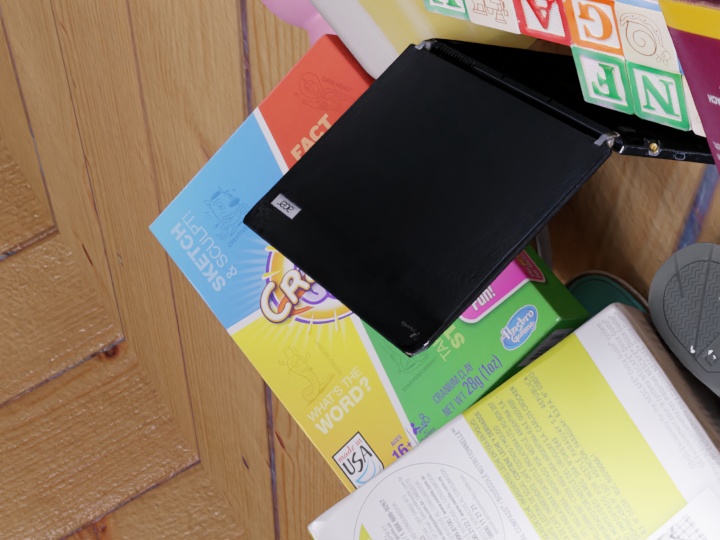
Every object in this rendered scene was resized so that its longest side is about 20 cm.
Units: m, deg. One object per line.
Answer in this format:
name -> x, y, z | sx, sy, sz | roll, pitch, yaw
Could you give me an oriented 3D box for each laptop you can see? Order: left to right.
laptop -> 0.079, -0.035, 0.909 | 0.177, 0.200, 0.103 | 38, 119, 56

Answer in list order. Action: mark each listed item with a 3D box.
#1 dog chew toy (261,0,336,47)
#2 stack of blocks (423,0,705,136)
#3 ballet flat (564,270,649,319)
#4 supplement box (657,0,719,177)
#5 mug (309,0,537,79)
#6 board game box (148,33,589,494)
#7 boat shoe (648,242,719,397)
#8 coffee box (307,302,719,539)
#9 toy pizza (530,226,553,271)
dog chew toy -> -0.017, -0.192, 1.129 | 0.200, 0.124, 0.125 | 64, 166, 5
stack of blocks -> 0.110, -0.128, 0.830 | 0.200, 0.059, 0.115 | 20, 141, 41
ballet flat -> 0.175, 0.092, 1.163 | 0.200, 0.069, 0.069 | 57, 165, 15
supplement box -> 0.200, -0.028, 0.723 | 0.086, 0.110, 0.200 | 32, 148, 64
mug -> 0.027, -0.167, 1.000 | 0.153, 0.149, 0.187 | 58, -173, -22
board game box -> 0.000, 0.000, 1.059 | 0.200, 0.153, 0.040 | 51, -158, 18
boat shoe -> 0.216, 0.071, 0.963 | 0.202, 0.074, 0.065 | 52, -161, 25
coffee box -> 0.128, 0.160, 1.028 | 0.200, 0.198, 0.200 | 57, -166, 18
toy pizza -> 0.070, -0.043, 1.208 | 0.200, 0.032, 0.201 | 167, 90, -82
